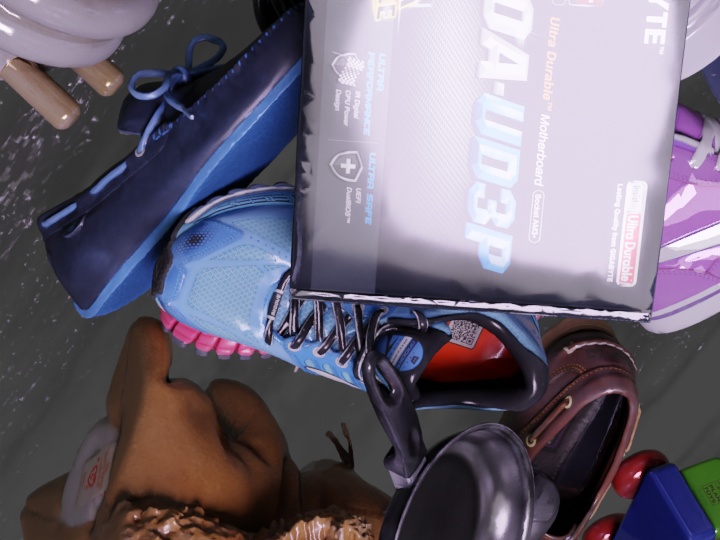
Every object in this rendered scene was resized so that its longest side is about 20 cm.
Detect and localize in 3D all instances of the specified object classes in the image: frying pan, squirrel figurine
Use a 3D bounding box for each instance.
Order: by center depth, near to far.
[{"bbox_3d":[0.024,0.112,0.940,0.190,0.031,0.115,32,76,-52],"label":"frying pan"},{"bbox_3d":[-0.050,0.142,1.055,0.186,0.200,0.142,23,107,-25],"label":"squirrel figurine"}]

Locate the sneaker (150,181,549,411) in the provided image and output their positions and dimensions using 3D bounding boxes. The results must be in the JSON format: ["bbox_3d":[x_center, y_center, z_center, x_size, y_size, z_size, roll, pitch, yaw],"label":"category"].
[{"bbox_3d":[0.003,0.018,0.957,0.199,0.090,0.079,12,109,-21],"label":"sneaker"}]

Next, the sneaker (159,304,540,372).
[{"bbox_3d":[0.000,0.000,1.046,0.199,0.081,0.075,-1,120,-10],"label":"sneaker"}]

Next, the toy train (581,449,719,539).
[{"bbox_3d":[0.192,0.169,1.199,0.115,0.085,0.200,-16,148,-21],"label":"toy train"}]

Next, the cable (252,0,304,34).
[{"bbox_3d":[0.039,-0.099,0.958,0.200,0.163,0.051,45,63,-29],"label":"cable"}]

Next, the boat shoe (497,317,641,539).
[{"bbox_3d":[0.095,0.122,1.146,0.070,0.070,0.201,8,121,-20],"label":"boat shoe"}]

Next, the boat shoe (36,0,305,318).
[{"bbox_3d":[-0.088,-0.059,0.966,0.200,0.084,0.069,-44,80,23],"label":"boat shoe"}]

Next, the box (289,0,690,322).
[{"bbox_3d":[0.053,-0.082,0.876,0.158,0.046,0.201,4,111,-1],"label":"box"}]

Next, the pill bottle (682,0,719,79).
[{"bbox_3d":[0.092,-0.176,0.937,0.109,0.109,0.200,-39,121,14],"label":"pill bottle"}]

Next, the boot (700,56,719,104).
[{"bbox_3d":[0.243,-0.070,1.000,0.097,0.075,0.200,-35,90,44],"label":"boot"}]

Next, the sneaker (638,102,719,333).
[{"bbox_3d":[0.201,-0.059,1.055,0.200,0.073,0.114,-33,117,9],"label":"sneaker"}]

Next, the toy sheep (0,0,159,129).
[{"bbox_3d":[-0.141,-0.142,0.903,0.138,0.138,0.200,30,117,-26],"label":"toy sheep"}]

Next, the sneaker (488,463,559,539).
[{"bbox_3d":[0.066,0.166,1.109,0.079,0.074,0.200,32,142,2],"label":"sneaker"}]
